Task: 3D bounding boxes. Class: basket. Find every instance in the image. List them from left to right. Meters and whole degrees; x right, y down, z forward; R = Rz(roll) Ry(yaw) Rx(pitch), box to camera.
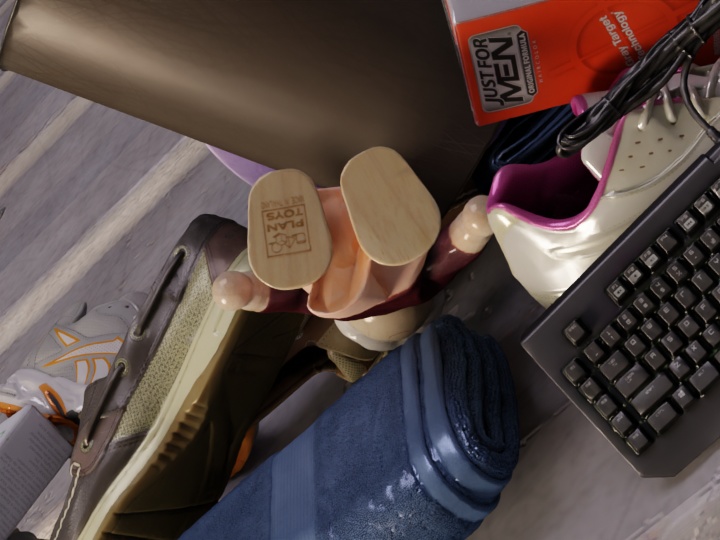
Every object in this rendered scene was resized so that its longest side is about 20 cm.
[{"bbox_3d":[-0.028,-0.114,0.815,0.181,0.199,0.136,-61,3,-21],"label":"basket"}]

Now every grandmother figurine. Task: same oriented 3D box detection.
[{"bbox_3d":[0.000,0.000,0.759,0.200,0.120,0.061,45,-139,-77],"label":"grandmother figurine"}]

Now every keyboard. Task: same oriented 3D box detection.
[{"bbox_3d":[0.132,-0.037,0.646,0.200,0.127,0.021,-45,-17,11],"label":"keyboard"}]

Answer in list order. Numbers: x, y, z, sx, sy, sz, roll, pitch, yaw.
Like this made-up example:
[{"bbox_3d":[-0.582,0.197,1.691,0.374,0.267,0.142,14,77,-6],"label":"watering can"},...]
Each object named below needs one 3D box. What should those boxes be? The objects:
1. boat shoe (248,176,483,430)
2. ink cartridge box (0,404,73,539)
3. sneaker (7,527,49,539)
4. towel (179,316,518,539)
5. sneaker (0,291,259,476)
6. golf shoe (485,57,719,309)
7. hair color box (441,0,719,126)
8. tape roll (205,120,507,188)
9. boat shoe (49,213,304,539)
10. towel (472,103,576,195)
[{"bbox_3d":[-0.015,0.020,0.900,0.199,0.074,0.076,-34,-19,0],"label":"boat shoe"},{"bbox_3d":[-0.259,0.178,0.984,0.199,0.041,0.200,-32,16,47],"label":"ink cartridge box"},{"bbox_3d":[-0.180,0.176,0.970,0.080,0.070,0.200,-52,20,-13],"label":"sneaker"},{"bbox_3d":[-0.017,0.112,0.756,0.200,0.048,0.112,-41,21,19],"label":"towel"},{"bbox_3d":[-0.120,0.053,0.999,0.199,0.076,0.093,5,61,46],"label":"sneaker"},{"bbox_3d":[0.133,-0.048,0.686,0.200,0.091,0.076,-40,22,22],"label":"golf shoe"},{"bbox_3d":[0.126,-0.134,0.715,0.198,0.061,0.102,-15,53,4],"label":"hair color box"},{"bbox_3d":[-0.003,-0.136,0.951,0.200,0.200,0.085,-44,22,13],"label":"tape roll"},{"bbox_3d":[-0.093,0.069,0.841,0.066,0.072,0.202,34,98,32],"label":"boat shoe"},{"bbox_3d":[0.124,-0.104,0.824,0.200,0.048,0.112,-51,3,-1],"label":"towel"}]
